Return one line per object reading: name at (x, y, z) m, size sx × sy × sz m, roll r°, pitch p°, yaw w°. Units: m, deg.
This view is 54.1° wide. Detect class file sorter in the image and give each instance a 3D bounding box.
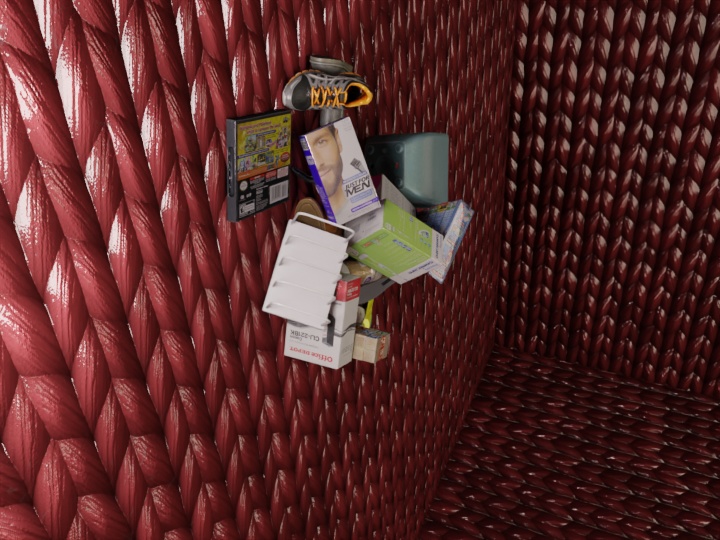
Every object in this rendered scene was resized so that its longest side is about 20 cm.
file sorter at (-0.104, 0.001, 1.447) m, size 0.124 × 0.136 × 0.204 m, roll 150°, pitch -44°, yaw -75°

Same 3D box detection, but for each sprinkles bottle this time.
sprinkles bottle at (0.000, 0.000, 1.697) m, size 0.198 × 0.067 × 0.070 m, roll -15°, pitch 116°, yaw -47°

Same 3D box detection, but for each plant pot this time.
plant pot at (0.104, -0.264, 1.826) m, size 0.199 × 0.193 × 0.201 m, roll -4°, pitch 96°, yaw -62°

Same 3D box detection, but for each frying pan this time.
frying pan at (-0.088, -0.199, 1.563) m, size 0.190 × 0.031 × 0.116 m, roll 48°, pitch 22°, yaw -36°

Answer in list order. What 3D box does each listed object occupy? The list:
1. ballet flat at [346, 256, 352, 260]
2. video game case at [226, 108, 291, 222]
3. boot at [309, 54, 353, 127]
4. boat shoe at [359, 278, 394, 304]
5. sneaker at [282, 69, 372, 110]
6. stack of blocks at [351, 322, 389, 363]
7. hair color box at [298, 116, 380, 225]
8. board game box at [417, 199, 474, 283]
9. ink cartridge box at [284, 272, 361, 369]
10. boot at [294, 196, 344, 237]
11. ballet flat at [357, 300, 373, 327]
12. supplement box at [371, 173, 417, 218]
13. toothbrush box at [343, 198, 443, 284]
ballet flat at (-0.070, 0.031, 1.720) m, size 0.074 × 0.072 × 0.202 m, roll 75°, pitch 30°, yaw -49°
video game case at (-0.190, -0.204, 1.336) m, size 0.200 × 0.025 × 0.185 m, roll -35°, pitch 133°, yaw -60°
boot at (-0.072, -0.353, 1.528) m, size 0.181 × 0.071 × 0.204 m, roll -11°, pitch 117°, yaw -66°
boat shoe at (0.044, 0.021, 1.905) m, size 0.198 × 0.057 × 0.069 m, roll -32°, pitch 138°, yaw 1°
sneaker at (-0.064, -0.359, 1.422) m, size 0.197 × 0.077 × 0.080 m, roll -16°, pitch 128°, yaw -25°
stack of blocks at (-0.032, 0.161, 1.685) m, size 0.115 × 0.196 × 0.060 m, roll -12°, pitch 112°, yaw -66°
hair color box at (-0.044, -0.209, 1.493) m, size 0.203 × 0.108 × 0.065 m, roll 69°, pitch -14°, yaw -13°
board game box at (0.175, -0.065, 1.789) m, size 0.061 × 0.198 × 0.203 m, roll 34°, pitch 62°, yaw -35°
ink cartridge box at (-0.087, 0.105, 1.592) m, size 0.083 × 0.142 × 0.205 m, roll -19°, pitch 117°, yaw -65°
boot at (-0.086, -0.126, 1.602) m, size 0.202 × 0.072 × 0.157 m, roll 77°, pitch 25°, yaw -46°
ballet flat at (0.002, 0.094, 1.948) m, size 0.067 × 0.066 × 0.204 m, roll 33°, pitch 65°, yaw -45°
supplement box at (0.055, -0.140, 1.739) m, size 0.200 × 0.099 × 0.106 m, roll 36°, pitch 52°, yaw -54°
toothbrush box at (0.077, -0.063, 1.646) m, size 0.198 × 0.145 × 0.088 m, roll 29°, pitch 52°, yaw -31°
